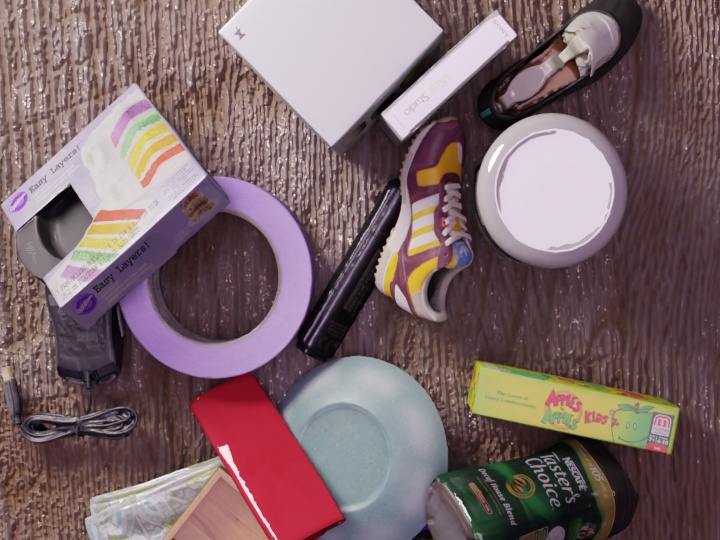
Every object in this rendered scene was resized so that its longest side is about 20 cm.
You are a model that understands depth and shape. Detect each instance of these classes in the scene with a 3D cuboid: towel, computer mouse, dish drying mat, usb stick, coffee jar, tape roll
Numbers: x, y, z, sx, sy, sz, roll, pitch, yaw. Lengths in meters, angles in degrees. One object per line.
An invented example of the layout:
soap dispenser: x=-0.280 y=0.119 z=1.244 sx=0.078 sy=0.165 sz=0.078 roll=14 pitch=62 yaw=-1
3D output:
towel: x=-0.176 y=0.305 z=1.560 sx=0.169 sy=0.048 sz=0.202 roll=-19 pitch=91 yaw=3
computer mouse: x=-0.305 y=0.079 z=1.564 sx=0.138 sy=0.046 sz=0.203 roll=-9 pitch=94 yaw=9
dish drying mat: x=-0.095 y=0.190 z=1.511 sx=0.076 sy=0.018 sz=0.201 roll=-24 pitch=56 yaw=-18
usb stick: x=0.000 y=0.000 z=1.548 sx=0.032 sy=0.055 sz=0.201 roll=32 pitch=92 yaw=36
coffee jar: x=0.170 y=0.229 z=1.489 sx=0.198 sy=0.105 sz=0.086 roll=-12 pitch=135 yaw=-26
tape roll: x=-0.145 y=0.006 z=1.544 sx=0.197 sy=0.066 sz=0.203 roll=0 pitch=91 yaw=1

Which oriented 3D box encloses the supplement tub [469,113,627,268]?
supplement tub: x=0.177 y=-0.074 z=1.465 sx=0.138 sy=0.200 sz=0.143 roll=0 pitch=92 yaw=2

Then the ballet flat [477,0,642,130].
ballet flat: x=0.206 y=-0.208 z=1.527 sx=0.199 sy=0.068 sz=0.068 roll=-39 pitch=90 yaw=2

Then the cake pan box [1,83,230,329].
cake pan box: x=-0.248 y=-0.064 z=1.500 sx=0.200 sy=0.052 sz=0.185 roll=-41 pitch=46 yaw=2

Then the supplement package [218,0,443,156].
supplement package: x=-0.023 y=-0.218 z=1.467 sx=0.151 sy=0.200 sz=0.152 roll=45 pitch=93 yaw=0

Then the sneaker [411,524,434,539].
sneaker: x=0.092 y=0.289 z=1.525 sx=0.198 sy=0.100 sz=0.070 roll=17 pitch=90 yaw=1

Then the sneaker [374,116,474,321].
sneaker: x=0.082 y=-0.049 z=1.501 sx=0.090 sy=0.074 sz=0.202 roll=33 pitch=120 yaw=37

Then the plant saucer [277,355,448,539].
plant saucer: x=-0.011 y=0.188 z=1.524 sx=0.198 sy=0.039 sz=0.204 roll=-2 pitch=86 yaw=23

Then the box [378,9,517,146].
box: x=0.080 y=-0.181 z=1.466 sx=0.144 sy=0.200 sz=0.036 roll=-42 pitch=93 yaw=2

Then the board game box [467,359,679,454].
board game box: x=0.210 y=0.135 z=1.519 sx=0.197 sy=0.102 sz=0.048 roll=11 pitch=91 yaw=1

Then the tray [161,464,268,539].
tray: x=-0.094 y=0.298 z=1.523 sx=0.199 sy=0.037 sz=0.099 roll=39 pitch=88 yaw=-3
